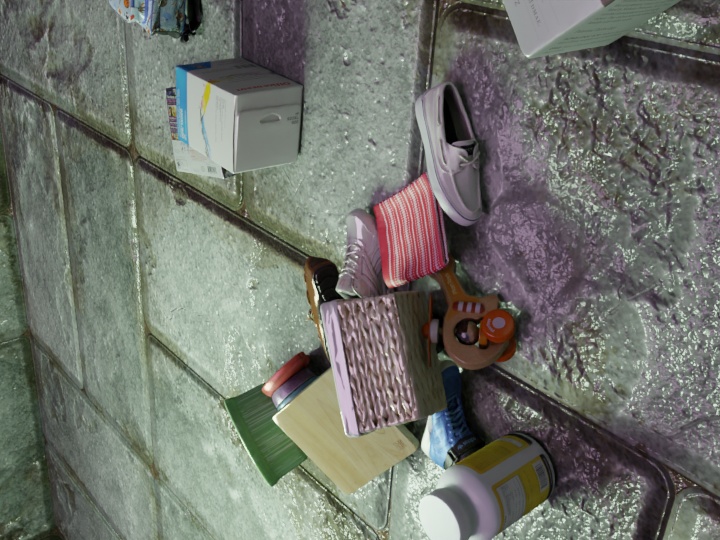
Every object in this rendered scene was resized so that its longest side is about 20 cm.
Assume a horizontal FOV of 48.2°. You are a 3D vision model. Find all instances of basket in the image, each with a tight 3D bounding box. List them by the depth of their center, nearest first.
[{"bbox_3d":[0.038,0.130,1.189,0.122,0.135,0.202,-15,83,26],"label":"basket"}]

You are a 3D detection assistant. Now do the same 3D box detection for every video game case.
[{"bbox_3d":[-0.339,-0.293,1.692,0.199,0.036,0.183,14,115,48],"label":"video game case"}]

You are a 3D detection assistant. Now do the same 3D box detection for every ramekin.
[{"bbox_3d":[-0.189,0.329,1.648,0.201,0.097,0.200,59,172,14],"label":"ramekin"}]

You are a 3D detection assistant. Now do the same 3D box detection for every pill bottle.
[{"bbox_3d":[0.181,0.320,1.158,0.112,0.199,0.113,22,121,44],"label":"pill bottle"}]

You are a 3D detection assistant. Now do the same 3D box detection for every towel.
[{"bbox_3d":[0.074,-0.058,1.226,0.200,0.022,0.146,155,109,-66],"label":"towel"}]

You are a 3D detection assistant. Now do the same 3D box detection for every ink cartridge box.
[{"bbox_3d":[-0.222,-0.285,1.460,0.199,0.146,0.146,33,128,40],"label":"ink cartridge box"}]

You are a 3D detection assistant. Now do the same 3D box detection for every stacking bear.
[{"bbox_3d":[-0.087,0.272,1.549,0.200,0.113,0.121,49,175,10],"label":"stacking bear"}]

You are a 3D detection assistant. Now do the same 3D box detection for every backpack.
[{"bbox_3d":[-0.413,-0.577,1.589,0.200,0.153,0.192,40,122,38],"label":"backpack"}]

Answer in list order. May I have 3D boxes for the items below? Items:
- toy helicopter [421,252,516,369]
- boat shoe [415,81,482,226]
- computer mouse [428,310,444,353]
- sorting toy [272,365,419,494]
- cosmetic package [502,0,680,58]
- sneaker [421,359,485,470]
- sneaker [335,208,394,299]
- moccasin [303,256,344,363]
[{"bbox_3d":[0.138,0.057,1.182,0.079,0.131,0.201,70,178,-57],"label":"toy helicopter"},{"bbox_3d":[0.137,-0.166,1.131,0.066,0.071,0.202,-22,78,57],"label":"boat shoe"},{"bbox_3d":[0.055,0.124,1.302,0.199,0.053,0.139,-19,118,34],"label":"computer mouse"},{"bbox_3d":[-0.020,0.269,1.428,0.200,0.070,0.199,46,124,-4],"label":"sorting toy"},{"bbox_3d":[0.258,-0.344,0.825,0.199,0.164,0.166,-27,84,52],"label":"cosmetic package"},{"bbox_3d":[0.152,0.242,1.260,0.111,0.076,0.202,39,136,43],"label":"sneaker"},{"bbox_3d":[0.000,0.000,1.336,0.078,0.099,0.202,-1,103,51],"label":"sneaker"},{"bbox_3d":[-0.058,0.072,1.398,0.078,0.073,0.203,31,145,61],"label":"moccasin"}]
